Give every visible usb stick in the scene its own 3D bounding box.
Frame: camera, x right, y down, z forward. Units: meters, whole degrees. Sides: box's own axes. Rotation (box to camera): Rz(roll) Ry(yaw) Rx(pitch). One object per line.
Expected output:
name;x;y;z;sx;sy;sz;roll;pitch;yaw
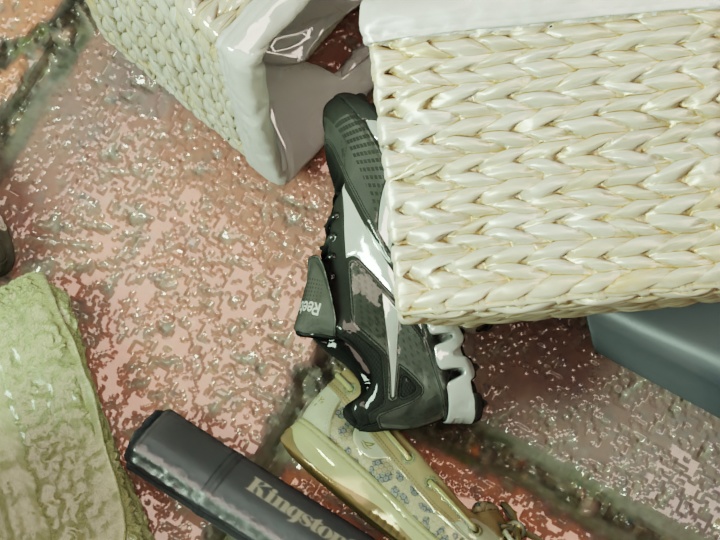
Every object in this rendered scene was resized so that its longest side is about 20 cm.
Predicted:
usb stick;-0.045;0.145;1.242;0.199;0.055;0.033;32;117;8

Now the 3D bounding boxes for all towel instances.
towel;-0.211;0.113;1.259;0.148;0.037;0.201;-21;76;-4

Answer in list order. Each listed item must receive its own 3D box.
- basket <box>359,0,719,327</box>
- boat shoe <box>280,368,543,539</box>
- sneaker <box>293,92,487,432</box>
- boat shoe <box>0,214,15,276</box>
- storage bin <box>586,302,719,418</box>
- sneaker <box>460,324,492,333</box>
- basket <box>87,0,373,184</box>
basket;0.120;-0.060;1.101;0.199;0.198;0.162;-7;87;14
boat shoe;0.047;0.135;1.231;0.200;0.073;0.063;37;81;10
sneaker;0.000;0.000;1.218;0.090;0.066;0.201;-16;86;-13
boat shoe;-0.278;-0.068;1.306;0.067;0.057;0.200;-44;72;26
storage bin;0.219;-0.010;1.243;0.134;0.146;0.201;22;76;17
sneaker;0.068;-0.068;1.285;0.089;0.078;0.201;18;73;12
basket;-0.048;-0.192;1.254;0.161;0.200;0.198;38;78;16
